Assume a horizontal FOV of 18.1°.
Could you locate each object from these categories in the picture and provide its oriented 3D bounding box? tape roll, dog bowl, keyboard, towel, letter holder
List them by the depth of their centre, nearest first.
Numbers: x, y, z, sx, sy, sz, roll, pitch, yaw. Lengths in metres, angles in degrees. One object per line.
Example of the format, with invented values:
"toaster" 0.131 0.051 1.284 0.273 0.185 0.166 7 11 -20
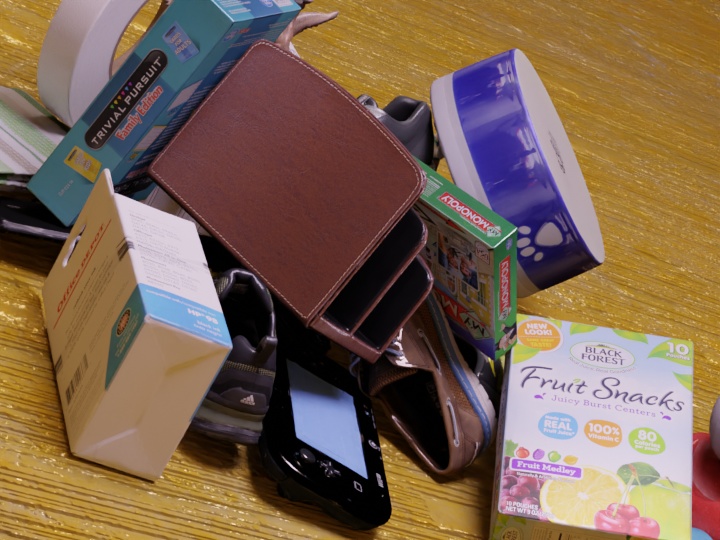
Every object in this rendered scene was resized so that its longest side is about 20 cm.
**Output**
"letter holder" -0.031 -0.056 1.635 0.200 0.142 0.101 42 5 34
"keyboard" -0.181 -0.015 1.679 0.199 0.040 0.104 12 13 -15
"towel" -0.282 -0.101 1.733 0.149 0.031 0.200 38 17 24
"tape roll" -0.177 -0.198 1.803 0.037 0.203 0.203 37 23 17
"dog bowl" 0.134 -0.083 1.912 0.200 0.079 0.201 -90 154 -58

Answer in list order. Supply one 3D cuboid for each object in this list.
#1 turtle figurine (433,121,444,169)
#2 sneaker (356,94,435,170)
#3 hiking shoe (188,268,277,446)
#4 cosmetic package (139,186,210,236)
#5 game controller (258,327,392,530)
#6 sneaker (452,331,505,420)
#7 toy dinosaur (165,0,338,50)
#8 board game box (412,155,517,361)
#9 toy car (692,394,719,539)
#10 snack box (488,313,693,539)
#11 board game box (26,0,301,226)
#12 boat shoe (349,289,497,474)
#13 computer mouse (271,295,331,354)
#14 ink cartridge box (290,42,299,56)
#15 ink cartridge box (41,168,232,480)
"turtle figurine" 0.070 -0.050 2.001 0.200 0.100 0.150 32 36 -44
"sneaker" -0.022 -0.101 1.837 0.199 0.085 0.074 -9 20 -40
"hiking shoe" -0.095 0.039 1.591 0.075 0.101 0.200 18 20 -29
"cosmetic package" -0.142 -0.097 1.897 0.082 0.051 0.200 24 23 -19
"game controller" -0.029 0.110 1.610 0.104 0.042 0.200 23 24 -18
"sneaker" 0.074 0.045 1.815 0.084 0.075 0.200 6 33 -45
"toy dinosaur" -0.096 -0.160 1.832 0.086 0.136 0.200 20 30 22
"board game box" 0.036 -0.033 1.693 0.200 0.135 0.029 36 61 29
"toy car" 0.312 0.154 1.737 0.184 0.200 0.177 14 27 -35
"snack box" 0.172 0.129 1.673 0.141 0.053 0.201 10 45 0
"board game box" -0.144 -0.130 1.668 0.047 0.200 0.151 44 18 6
"boat shoe" 0.030 0.061 1.682 0.200 0.072 0.072 53 33 -3
"computer mouse" 0.000 0.000 1.790 0.199 0.053 0.139 -26 53 -18
"ink cartridge box" -0.083 -0.158 1.949 0.201 0.067 0.116 59 10 3
"ink cartridge box" -0.154 0.031 1.520 0.066 0.116 0.200 20 25 -24
